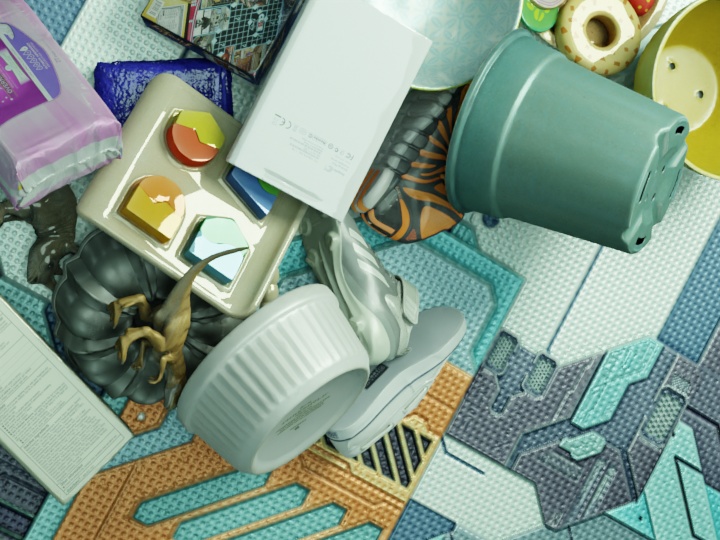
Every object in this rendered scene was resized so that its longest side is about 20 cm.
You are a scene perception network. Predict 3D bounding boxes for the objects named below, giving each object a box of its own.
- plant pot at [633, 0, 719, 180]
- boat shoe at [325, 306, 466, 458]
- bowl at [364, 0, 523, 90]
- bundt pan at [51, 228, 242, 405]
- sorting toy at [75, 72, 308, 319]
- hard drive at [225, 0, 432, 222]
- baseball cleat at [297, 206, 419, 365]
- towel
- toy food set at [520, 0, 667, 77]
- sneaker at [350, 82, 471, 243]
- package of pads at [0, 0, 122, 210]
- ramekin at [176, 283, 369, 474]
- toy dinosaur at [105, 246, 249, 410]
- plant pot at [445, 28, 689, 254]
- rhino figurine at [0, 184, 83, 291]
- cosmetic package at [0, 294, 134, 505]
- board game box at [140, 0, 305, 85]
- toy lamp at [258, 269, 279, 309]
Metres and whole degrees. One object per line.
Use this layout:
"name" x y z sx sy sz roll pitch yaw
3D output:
"plant pot" 0.377 -0.200 1.702 0.198 0.142 0.202 -2 96 -16
"boat shoe" 0.039 0.119 1.676 0.200 0.073 0.066 -39 133 -14
"bowl" 0.059 -0.287 1.619 0.198 0.108 0.202 -1 95 -16
"bundt pan" -0.205 0.048 1.560 0.200 0.076 0.204 -7 113 -17
"sorting toy" -0.153 -0.077 1.525 0.199 0.036 0.186 33 60 -13
"hard drive" -0.031 -0.168 1.537 0.131 0.025 0.201 27 90 -17
"baseball cleat" 0.000 0.000 1.651 0.106 0.069 0.202 -13 85 -40
"towel" -0.194 -0.116 1.590 0.146 0.050 0.202 -5 96 -17
"toy food set" 0.254 -0.329 1.704 0.198 0.049 0.200 40 83 -15
"sneaker" 0.078 -0.118 1.665 0.112 0.077 0.201 38 84 -27
"package of pads" -0.326 -0.163 1.478 0.120 0.076 0.200 -28 67 -27
"ramekin" -0.079 0.117 1.556 0.202 0.203 0.094 -39 72 -10
"toy dinosaur" -0.184 0.044 1.493 0.105 0.061 0.201 -4 130 -27
"plant pot" 0.218 -0.119 1.592 0.195 0.200 0.202 24 87 22
"rhino figurine" -0.328 -0.069 1.549 0.087 0.060 0.202 -25 104 -22
"cosmetic package" -0.332 0.125 1.557 0.103 0.073 0.200 -43 104 -9
"board game box" -0.114 -0.306 1.574 0.135 0.035 0.201 29 82 7
"toy lamp" -0.093 -0.028 1.625 0.058 0.058 0.202 2 97 -16
